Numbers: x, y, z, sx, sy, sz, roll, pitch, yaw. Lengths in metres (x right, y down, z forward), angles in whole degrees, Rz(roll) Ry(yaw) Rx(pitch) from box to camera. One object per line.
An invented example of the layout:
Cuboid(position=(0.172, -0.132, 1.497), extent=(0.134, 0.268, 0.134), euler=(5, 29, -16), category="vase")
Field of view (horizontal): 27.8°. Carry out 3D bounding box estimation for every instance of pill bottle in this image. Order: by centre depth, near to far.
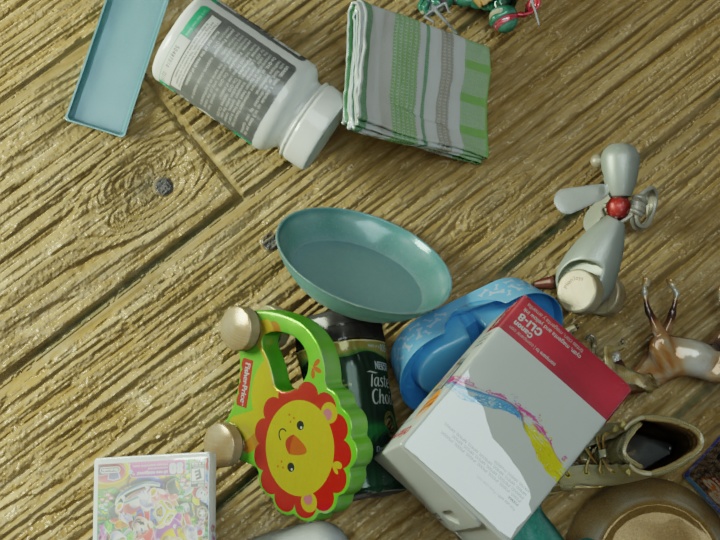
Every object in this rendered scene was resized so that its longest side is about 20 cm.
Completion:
Cuboid(position=(-0.119, -0.205, 1.600), extent=(0.200, 0.113, 0.113), euler=(34, 76, 2), category="pill bottle")

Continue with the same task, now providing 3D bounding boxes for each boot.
Cuboid(position=(0.250, 0.195, 1.537), extent=(0.199, 0.155, 0.073), euler=(-3, 79, -6), category="boot")

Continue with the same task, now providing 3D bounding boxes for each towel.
Cuboid(position=(0.069, -0.209, 1.619), extent=(0.199, 0.031, 0.150), euler=(11, 77, -35), category="towel")

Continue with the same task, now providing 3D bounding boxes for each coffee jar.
Cuboid(position=(-0.011, 0.142, 1.542), extent=(0.085, 0.104, 0.201), euler=(-15, 78, 26), category="coffee jar")

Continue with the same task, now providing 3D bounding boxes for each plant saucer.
Cuboid(position=(0.000, 0.000, 1.561), extent=(0.199, 0.200, 0.036), euler=(20, 119, -3), category="plant saucer")
Cuboid(position=(0.320, 0.325, 1.580), extent=(0.199, 0.035, 0.201), euler=(1, 78, -7), category="plant saucer")
Cuboid(position=(-0.270, -0.249, 1.640), extent=(0.070, 0.019, 0.201), euler=(16, 77, -3), category="plant saucer")

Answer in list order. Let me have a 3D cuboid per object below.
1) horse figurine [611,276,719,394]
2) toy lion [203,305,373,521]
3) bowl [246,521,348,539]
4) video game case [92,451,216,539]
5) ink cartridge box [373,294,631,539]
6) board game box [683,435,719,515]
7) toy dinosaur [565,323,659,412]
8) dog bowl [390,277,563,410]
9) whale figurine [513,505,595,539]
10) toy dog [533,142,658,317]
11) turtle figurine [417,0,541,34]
Cuboid(position=(0.377, 0.079, 1.629), extent=(0.199, 0.050, 0.133), euler=(5, 89, -11), category="horse figurine")
Cuboid(position=(-0.066, 0.147, 1.485), extent=(0.191, 0.069, 0.201), euler=(13, 97, 38), category="toy lion")
Cuboid(position=(-0.076, 0.371, 1.504), extent=(0.199, 0.075, 0.201), euler=(-18, 79, -11), category="bowl")
Cuboid(position=(-0.214, 0.291, 1.496), extent=(0.143, 0.018, 0.201), euler=(-6, 77, 24), category="video game case")
Cuboid(position=(0.137, 0.156, 1.440), extent=(0.145, 0.145, 0.200), euler=(41, 73, 1), category="ink cartridge box")
Cuboid(position=(0.460, 0.190, 1.540), extent=(0.159, 0.200, 0.097), euler=(-43, 86, -15), category="board game box")
Cuboid(position=(0.235, 0.116, 1.557), extent=(0.199, 0.058, 0.101), euler=(-15, 62, -21), category="toy dinosaur")
Cuboid(position=(0.122, 0.077, 1.576), extent=(0.199, 0.112, 0.050), euler=(-25, 42, -11), category="dog bowl")
Cuboid(position=(0.176, 0.309, 1.512), extent=(0.158, 0.104, 0.201), euler=(-10, 96, -1), category="whale figurine")
Cuboid(position=(0.251, -0.039, 1.621), extent=(0.096, 0.132, 0.201), euler=(11, 67, 30), category="toy dog")
Cuboid(position=(0.133, -0.340, 1.669), extent=(0.149, 0.101, 0.201), euler=(-30, 78, 24), category="turtle figurine")
